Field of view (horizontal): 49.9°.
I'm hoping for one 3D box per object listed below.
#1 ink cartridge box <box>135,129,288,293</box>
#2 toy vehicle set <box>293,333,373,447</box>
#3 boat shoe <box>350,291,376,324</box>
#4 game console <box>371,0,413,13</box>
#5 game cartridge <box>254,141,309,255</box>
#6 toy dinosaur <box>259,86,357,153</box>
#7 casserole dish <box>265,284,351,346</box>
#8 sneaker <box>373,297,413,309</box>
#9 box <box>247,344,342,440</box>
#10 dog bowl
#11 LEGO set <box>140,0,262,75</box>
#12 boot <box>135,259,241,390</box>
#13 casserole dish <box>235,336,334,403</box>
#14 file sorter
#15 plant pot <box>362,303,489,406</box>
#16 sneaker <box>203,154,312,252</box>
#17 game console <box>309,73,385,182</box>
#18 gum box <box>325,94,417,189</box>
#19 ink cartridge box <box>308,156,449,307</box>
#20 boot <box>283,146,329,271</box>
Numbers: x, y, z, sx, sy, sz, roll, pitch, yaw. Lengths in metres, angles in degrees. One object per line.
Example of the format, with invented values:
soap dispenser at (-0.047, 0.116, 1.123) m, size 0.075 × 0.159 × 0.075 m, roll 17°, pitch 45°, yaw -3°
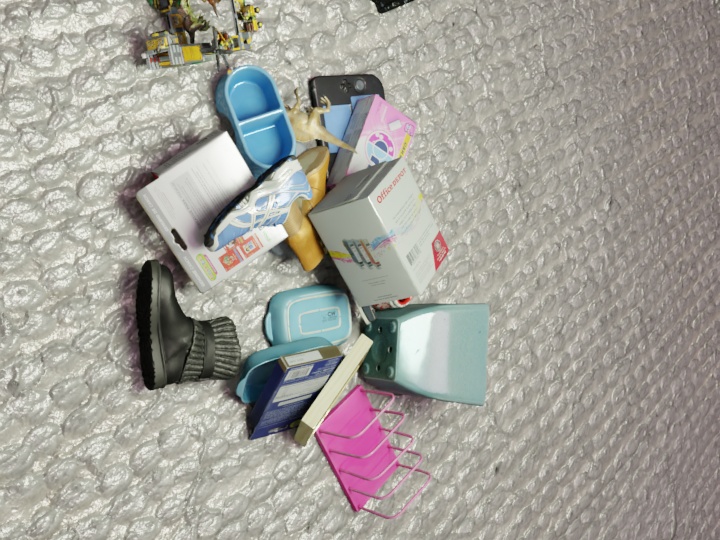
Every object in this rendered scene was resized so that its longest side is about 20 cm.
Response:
ink cartridge box at (-0.245, -0.096, 1.257) m, size 0.174 × 0.084 × 0.202 m, roll -35°, pitch 112°, yaw -13°
toy vehicle set at (-0.050, 0.220, 1.414) m, size 0.026 × 0.125 × 0.201 m, roll 33°, pitch 60°, yaw 6°
boat shoe at (0.000, 0.000, 1.474) m, size 0.061 × 0.075 × 0.203 m, roll -18°, pitch 85°, yaw -4°
game console at (0.098, -0.591, 1.511) m, size 0.176 × 0.198 × 0.118 m, roll -43°, pitch 116°, yaw -33°
game cartridge at (-0.147, -0.147, 1.392) m, size 0.133 × 0.041 × 0.202 m, roll 43°, pitch 62°, yaw -37°
toy dinosaur at (-0.092, -0.269, 1.410) m, size 0.197 × 0.058 × 0.102 m, roll 25°, pitch 56°, yaw -9°
casserole dish at (-0.085, 0.092, 1.428) m, size 0.198 × 0.038 × 0.124 m, roll -8°, pitch 95°, yaw -42°
sneaker at (0.086, -0.011, 1.545) m, size 0.067 × 0.107 × 0.203 m, roll 42°, pitch 63°, yaw -32°
box at (-0.120, 0.213, 1.343) m, size 0.120 × 0.033 × 0.201 m, roll -8°, pitch 138°, yaw -41°
dog bowl at (-0.175, -0.257, 1.323) m, size 0.110 × 0.050 × 0.203 m, roll -21°, pitch 91°, yaw -18°
LEGO set at (-0.264, -0.384, 1.196) m, size 0.116 × 0.197 × 0.157 m, roll -30°, pitch 123°, yaw -55°
boot at (-0.273, 0.082, 1.241) m, size 0.156 × 0.079 × 0.215 m, roll -8°, pitch 104°, yaw -34°
casserole dish at (-0.130, 0.168, 1.349) m, size 0.197 × 0.122 × 0.039 m, roll -11°, pitch 52°, yaw -28°
file sorter at (0.030, 0.346, 1.474) m, size 0.139 × 0.124 × 0.202 m, roll -39°, pitch 113°, yaw -34°
plant pot at (0.113, 0.156, 1.520) m, size 0.197 × 0.195 × 0.200 m, roll 7°, pitch 84°, yaw -33°
sneaker at (-0.158, -0.092, 1.207) m, size 0.199 × 0.076 × 0.077 m, roll -41°, pitch 109°, yaw -10°
game console at (-0.014, -0.280, 1.516) m, size 0.175 × 0.031 × 0.204 m, roll -13°, pitch 97°, yaw -41°
gum box at (0.024, -0.228, 1.489) m, size 0.113 × 0.066 × 0.203 m, roll 28°, pitch 75°, yaw -31°
ink cartridge box at (0.035, -0.067, 1.354) m, size 0.146 × 0.143 × 0.202 m, roll -50°, pitch 120°, yaw -45°
boot at (-0.087, -0.111, 1.390) m, size 0.145 × 0.070 × 0.203 m, roll 64°, pitch 37°, yaw -40°
